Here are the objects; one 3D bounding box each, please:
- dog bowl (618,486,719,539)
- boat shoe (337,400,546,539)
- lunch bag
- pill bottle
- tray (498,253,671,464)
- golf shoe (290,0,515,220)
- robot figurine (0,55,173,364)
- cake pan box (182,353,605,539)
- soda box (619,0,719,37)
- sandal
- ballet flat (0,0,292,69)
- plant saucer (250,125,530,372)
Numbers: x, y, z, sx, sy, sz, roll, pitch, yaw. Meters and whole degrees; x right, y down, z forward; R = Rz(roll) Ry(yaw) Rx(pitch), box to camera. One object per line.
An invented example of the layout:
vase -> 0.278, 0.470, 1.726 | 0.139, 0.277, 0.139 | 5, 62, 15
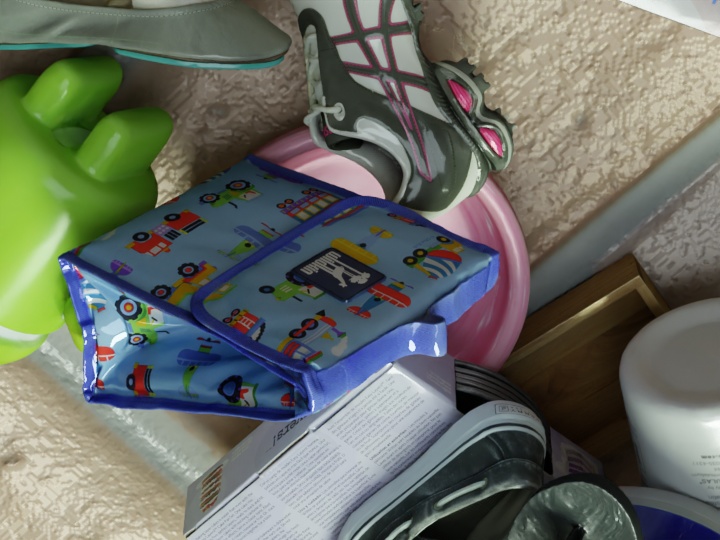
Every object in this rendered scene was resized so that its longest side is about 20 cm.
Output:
dog bowl -> 0.161, 0.229, 1.301 | 0.199, 0.079, 0.201 | 12, 120, 21
boat shoe -> 0.038, 0.158, 1.295 | 0.072, 0.071, 0.200 | 22, 127, -17
lunch bag -> -0.034, 0.021, 1.188 | 0.199, 0.150, 0.095 | 14, 122, 40
pill bottle -> 0.225, 0.126, 1.339 | 0.114, 0.115, 0.201 | -13, 123, 4
tray -> 0.111, 0.084, 1.395 | 0.199, 0.037, 0.099 | -32, 113, 14
golf shoe -> -0.002, -0.117, 1.238 | 0.088, 0.077, 0.200 | -39, 91, -17
robot figurine -> -0.195, -0.029, 1.284 | 0.175, 0.116, 0.200 | 45, 110, 7
cake pan box -> 0.023, 0.137, 1.355 | 0.184, 0.052, 0.200 | 33, 121, -26
soda box -> 0.170, -0.180, 1.250 | 0.199, 0.070, 0.064 | 19, 113, -11
sandal -> 0.091, 0.191, 1.235 | 0.075, 0.048, 0.201 | 35, 126, 5
ballet flat -> -0.134, -0.149, 1.234 | 0.199, 0.067, 0.064 | 6, 112, 17
plant saucer -> 0.000, 0.000, 1.339 | 0.199, 0.051, 0.202 | 0, 113, 0
